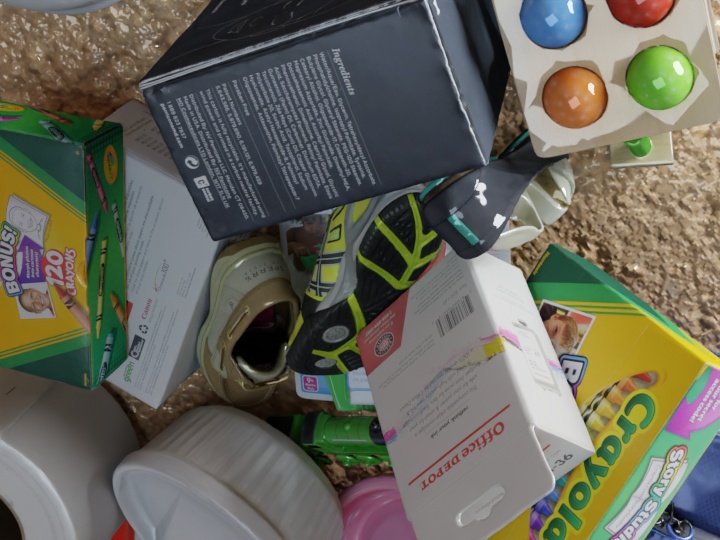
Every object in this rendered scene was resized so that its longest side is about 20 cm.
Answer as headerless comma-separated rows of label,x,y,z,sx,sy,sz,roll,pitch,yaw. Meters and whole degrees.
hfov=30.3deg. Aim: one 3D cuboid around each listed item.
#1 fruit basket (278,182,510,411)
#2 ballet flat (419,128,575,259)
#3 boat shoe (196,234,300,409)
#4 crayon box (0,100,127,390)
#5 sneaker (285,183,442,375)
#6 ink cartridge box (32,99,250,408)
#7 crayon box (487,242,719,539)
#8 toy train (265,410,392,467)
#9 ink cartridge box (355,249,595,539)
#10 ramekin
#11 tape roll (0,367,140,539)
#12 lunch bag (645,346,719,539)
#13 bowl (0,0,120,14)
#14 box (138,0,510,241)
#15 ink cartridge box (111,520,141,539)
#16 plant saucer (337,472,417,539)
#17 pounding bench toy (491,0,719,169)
fruit basket,0.027,0.014,1.034,0.184,0.094,0.201,0,115,13
ballet flat,0.105,-0.054,0.914,0.073,0.200,0.074,10,112,26
boat shoe,-0.085,0.059,1.047,0.074,0.067,0.201,-18,147,-17
crayon box,-0.242,-0.020,1.002,0.118,0.058,0.201,12,116,18
sneaker,0.000,0.000,0.965,0.075,0.077,0.200,8,133,-29
ink cartridge box,-0.190,-0.023,1.062,0.175,0.084,0.201,29,120,8
crayon box,0.141,0.109,0.907,0.058,0.173,0.201,23,103,-36
toy train,-0.013,0.135,1.082,0.056,0.042,0.200,25,159,-31
ink cartridge box,0.077,0.096,0.886,0.067,0.201,0.116,25,125,-38
ramekin,-0.105,0.202,1.126,0.202,0.094,0.203,26,145,20
tape roll,-0.310,0.190,1.165,0.201,0.139,0.204,6,114,14
lunch bag,0.231,0.142,0.987,0.135,0.200,0.133,25,110,2
bowl,-0.237,-0.268,0.944,0.200,0.090,0.202,5,119,9
box,-0.013,-0.137,0.899,0.196,0.200,0.124,-16,115,20
ink cartridge box,-0.204,0.317,1.273,0.199,0.050,0.163,11,119,3
plant saucer,0.047,0.272,1.151,0.200,0.051,0.202,5,98,35
pounding bench toy,0.175,-0.132,0.884,0.124,0.156,0.201,-11,115,18
